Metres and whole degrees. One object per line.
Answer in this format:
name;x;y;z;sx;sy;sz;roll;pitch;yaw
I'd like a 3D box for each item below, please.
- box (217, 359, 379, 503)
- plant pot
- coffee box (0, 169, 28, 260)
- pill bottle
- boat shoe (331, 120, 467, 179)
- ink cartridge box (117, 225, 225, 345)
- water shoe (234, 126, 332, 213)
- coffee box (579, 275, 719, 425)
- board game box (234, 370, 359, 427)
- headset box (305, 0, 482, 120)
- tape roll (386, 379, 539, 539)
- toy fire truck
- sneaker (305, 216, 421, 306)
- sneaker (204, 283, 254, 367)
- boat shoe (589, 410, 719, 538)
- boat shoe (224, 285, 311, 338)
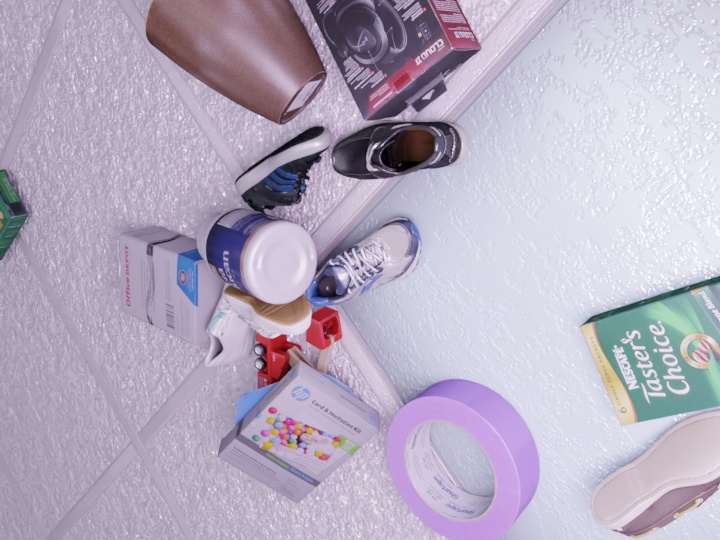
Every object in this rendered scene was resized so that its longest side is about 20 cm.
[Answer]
box;-0.091;0.243;1.029;0.155;0.041;0.200;36;113;-20
plant pot;-0.144;-0.297;0.919;0.200;0.187;0.187;44;127;0
coffee box;-0.813;-0.118;1.555;0.200;0.044;0.124;-40;78;38
pill bottle;-0.157;-0.028;0.991;0.199;0.110;0.113;19;116;52
boat shoe;0.033;-0.151;0.877;0.198;0.067;0.073;1;105;39
ink cartridge box;-0.318;0.020;1.191;0.198;0.084;0.147;18;113;32
water shoe;-0.096;-0.138;0.993;0.198;0.072;0.079;-20;112;44
coffee box;0.341;0.081;0.718;0.198;0.044;0.125;-23;89;40
board game box;-0.092;0.216;1.061;0.197;0.039;0.160;-21;118;12
headset box;0.038;-0.288;0.825;0.148;0.077;0.202;-31;84;40
tape roll;0.131;0.250;0.920;0.198;0.065;0.204;13;112;35
toy fire truck;-0.098;0.147;1.079;0.139;0.049;0.204;14;114;31
sneaker;0.000;0.000;0.935;0.199;0.085;0.078;-37;80;38
sneaker;-0.208;0.070;1.117;0.075;0.088;0.203;28;118;30
boat shoe;0.342;0.223;0.749;0.059;0.072;0.200;33;117;-24
boat shoe;-0.127;0.063;1.013;0.199;0.070;0.070;20;133;52
